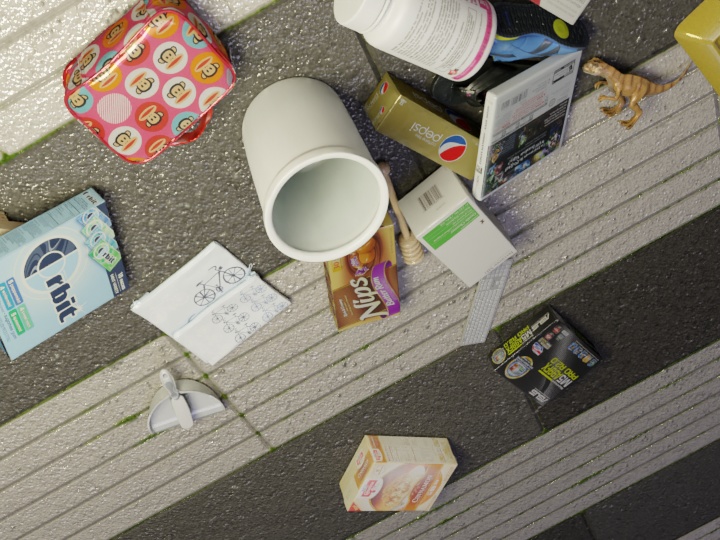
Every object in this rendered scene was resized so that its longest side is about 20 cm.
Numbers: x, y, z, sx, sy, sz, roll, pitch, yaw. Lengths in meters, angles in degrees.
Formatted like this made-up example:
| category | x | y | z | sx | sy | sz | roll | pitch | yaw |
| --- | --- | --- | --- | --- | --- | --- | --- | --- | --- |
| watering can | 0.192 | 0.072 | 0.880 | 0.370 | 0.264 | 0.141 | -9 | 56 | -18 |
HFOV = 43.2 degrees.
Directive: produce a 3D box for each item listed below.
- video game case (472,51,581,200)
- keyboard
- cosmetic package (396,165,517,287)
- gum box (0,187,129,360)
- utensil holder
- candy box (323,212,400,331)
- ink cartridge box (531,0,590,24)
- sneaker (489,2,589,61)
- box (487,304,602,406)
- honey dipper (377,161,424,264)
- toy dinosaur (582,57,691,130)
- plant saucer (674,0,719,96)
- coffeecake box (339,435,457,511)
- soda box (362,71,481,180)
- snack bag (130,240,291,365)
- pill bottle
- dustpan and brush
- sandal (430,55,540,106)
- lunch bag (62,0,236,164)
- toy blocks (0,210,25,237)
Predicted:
| category | x | y | z | sx | sy | sz | roll | pitch | yaw |
| --- | --- | --- | --- | --- | --- | --- | --- | --- | --- |
| video game case | 0.246 | -0.220 | 1.354 | 0.198 | 0.023 | 0.184 | -33 | 143 | -31 |
| keyboard | 0.229 | 0.060 | 1.663 | 0.055 | 0.011 | 0.203 | -4 | 131 | -19 |
| cosmetic package | 0.157 | -0.069 | 1.449 | 0.107 | 0.086 | 0.199 | -38 | 141 | 13 |
| gum box | -0.429 | 0.005 | 1.262 | 0.198 | 0.044 | 0.172 | -34 | 143 | -27 |
| utensil holder | -0.069 | -0.142 | 1.231 | 0.166 | 0.202 | 0.172 | -12 | 134 | -12 |
| candy box | 0.000 | 0.000 | 1.486 | 0.114 | 0.057 | 0.203 | -15 | 132 | -9 |
| ink cartridge box | 0.273 | -0.449 | 1.181 | 0.145 | 0.084 | 0.201 | 16 | 122 | -31 |
| sneaker | 0.235 | -0.333 | 1.294 | 0.196 | 0.067 | 0.078 | -4 | 164 | -29 |
| box | 0.366 | 0.172 | 1.794 | 0.160 | 0.045 | 0.199 | -41 | 132 | 15 |
| honey dipper | 0.062 | -0.091 | 1.444 | 0.037 | 0.038 | 0.202 | -23 | 132 | -1 |
| toy dinosaur | 0.430 | -0.279 | 1.412 | 0.196 | 0.061 | 0.108 | 4 | 127 | -25 |
| plant saucer | 0.613 | -0.376 | 1.409 | 0.200 | 0.049 | 0.199 | -44 | 131 | 18 |
| coffeecake box | 0.076 | 0.419 | 1.874 | 0.196 | 0.074 | 0.155 | 7 | 128 | -26 |
| soda box | 0.102 | -0.209 | 1.333 | 0.197 | 0.068 | 0.064 | 21 | 119 | -35 |
| snack bag | -0.237 | 0.055 | 1.462 | 0.187 | 0.022 | 0.200 | -36 | 133 | 11 |
| pill bottle | 0.071 | -0.331 | 1.182 | 0.197 | 0.114 | 0.114 | 14 | 124 | -32 |
| dustpan and brush | -0.311 | 0.217 | 1.546 | 0.137 | 0.058 | 0.203 | -17 | 134 | -7 |
| sandal | 0.198 | -0.273 | 1.330 | 0.196 | 0.048 | 0.076 | -7 | 132 | -18 |
| lunch bag | -0.258 | -0.234 | 1.156 | 0.198 | 0.083 | 0.176 | -36 | 134 | 10 |
| toy blocks | -0.513 | -0.004 | 1.258 | 0.135 | 0.100 | 0.203 | 6 | 119 | -42 |
